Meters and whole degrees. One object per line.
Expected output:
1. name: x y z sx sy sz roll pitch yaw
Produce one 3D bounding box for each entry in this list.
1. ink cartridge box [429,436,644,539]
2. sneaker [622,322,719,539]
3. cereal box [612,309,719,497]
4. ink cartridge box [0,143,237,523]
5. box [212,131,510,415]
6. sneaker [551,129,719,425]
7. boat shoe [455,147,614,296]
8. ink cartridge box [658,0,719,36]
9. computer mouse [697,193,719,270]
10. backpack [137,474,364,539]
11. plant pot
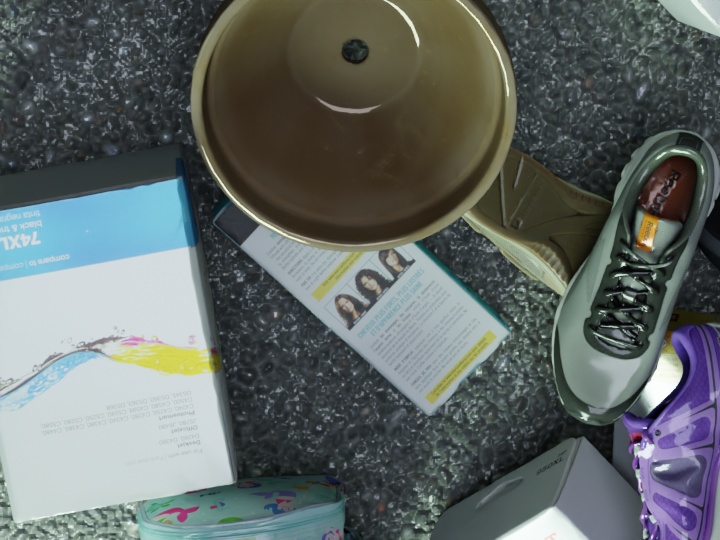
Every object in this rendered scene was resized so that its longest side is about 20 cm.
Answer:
1. ink cartridge box: 0.153 0.231 1.408 0.200 0.084 0.145 46 124 -11
2. sneaker: 0.199 0.129 1.319 0.083 0.081 0.200 17 84 -3
3. cereal box: 0.242 0.127 1.401 0.144 0.040 0.200 6 114 16
4. ink cartridge box: -0.166 0.037 1.338 0.146 0.147 0.200 -10 102 -3
5. box: 0.000 0.000 1.392 0.200 0.049 0.082 43 95 -11
6. sneaker: 0.172 0.002 1.326 0.074 0.079 0.200 20 90 7
7. boat shoe: 0.128 -0.026 1.392 0.200 0.065 0.072 32 88 -29
8. ink cartridge box: 0.262 -0.246 1.313 0.200 0.144 0.084 -41 102 5
9. computer mouse: 0.316 -0.014 1.393 0.200 0.139 0.053 6 140 3
10. backpack: -0.071 0.216 1.355 0.177 0.200 0.151 -6 102 -2
11. plant pot: -0.004 -0.119 1.297 0.200 0.093 0.201 0 119 0
